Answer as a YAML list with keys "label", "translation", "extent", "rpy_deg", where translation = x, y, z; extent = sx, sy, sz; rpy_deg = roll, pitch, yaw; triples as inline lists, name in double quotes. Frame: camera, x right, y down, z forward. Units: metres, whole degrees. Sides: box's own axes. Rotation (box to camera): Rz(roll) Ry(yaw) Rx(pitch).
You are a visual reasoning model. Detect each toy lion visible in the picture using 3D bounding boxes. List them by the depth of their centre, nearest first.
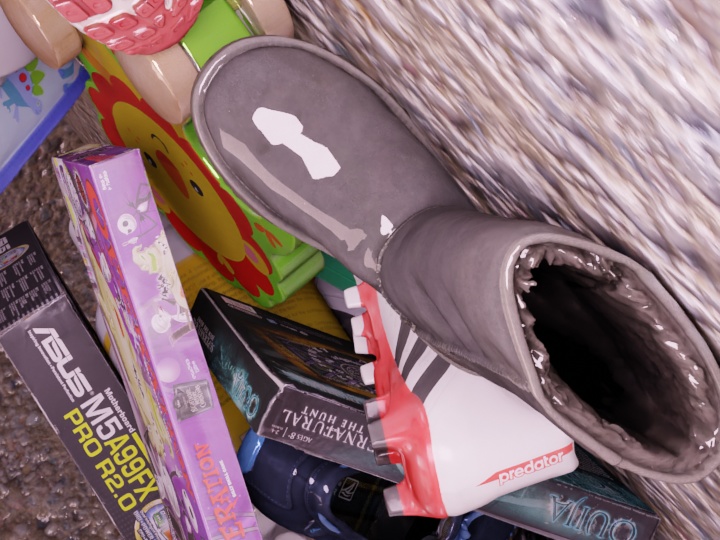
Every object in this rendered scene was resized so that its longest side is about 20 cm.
- label: "toy lion"
  translation: [-0.070, -0.059, 1.016]
  extent: [0.200, 0.069, 0.192]
  rpy_deg: [26, 151, 57]

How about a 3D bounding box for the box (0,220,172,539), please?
- label: "box"
  translation: [-0.152, 0.067, 1.257]
  extent: [0.161, 0.044, 0.200]
  rpy_deg: [61, 174, -17]

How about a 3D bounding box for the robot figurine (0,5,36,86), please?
- label: "robot figurine"
  translation: [-0.189, -0.166, 1.061]
  extent: [0.112, 0.171, 0.200]
  rpy_deg: [10, 147, -6]

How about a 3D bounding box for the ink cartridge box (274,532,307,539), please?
- label: "ink cartridge box"
  translation: [0.038, 0.225, 1.144]
  extent: [0.145, 0.084, 0.200]
  rpy_deg: [22, 167, 44]

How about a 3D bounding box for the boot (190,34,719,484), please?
- label: "boot"
  translation: [0.026, -0.008, 0.766]
  extent: [0.181, 0.073, 0.200]
  rpy_deg: [37, -176, -12]

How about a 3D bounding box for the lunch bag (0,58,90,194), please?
- label: "lunch bag"
  translation: [-0.224, -0.153, 1.232]
  extent: [0.127, 0.200, 0.170]
  rpy_deg: [-6, 131, 49]

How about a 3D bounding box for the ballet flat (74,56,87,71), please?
- label: "ballet flat"
  translation: [-0.098, -0.110, 1.158]
  extent: [0.200, 0.069, 0.071]
  rpy_deg: [47, -172, 14]

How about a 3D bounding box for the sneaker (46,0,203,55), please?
- label: "sneaker"
  translation: [-0.121, -0.175, 0.879]
  extent: [0.201, 0.078, 0.082]
  rpy_deg: [60, 178, -3]

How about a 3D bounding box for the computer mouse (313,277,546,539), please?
- label: "computer mouse"
  translation: [0.048, 0.074, 1.226]
  extent: [0.200, 0.044, 0.110]
  rpy_deg: [52, -155, -2]

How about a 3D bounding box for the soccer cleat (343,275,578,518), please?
- label: "soccer cleat"
  translation: [0.039, 0.026, 0.941]
  extent: [0.201, 0.085, 0.069]
  rpy_deg: [-100, -1, -56]

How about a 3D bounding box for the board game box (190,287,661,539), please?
- label: "board game box"
  translation: [0.025, 0.071, 1.038]
  extent: [0.199, 0.028, 0.135]
  rpy_deg: [21, -170, -23]

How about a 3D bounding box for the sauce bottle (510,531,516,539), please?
- label: "sauce bottle"
  translation: [0.043, 0.143, 1.315]
  extent: [0.065, 0.065, 0.200]
  rpy_deg: [54, 177, -38]

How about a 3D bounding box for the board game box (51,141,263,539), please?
- label: "board game box"
  translation: [-0.091, 0.042, 1.036]
  extent: [0.120, 0.032, 0.201]
  rpy_deg: [8, 116, 70]

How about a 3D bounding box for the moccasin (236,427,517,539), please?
- label: "moccasin"
  translation: [0.019, 0.119, 1.090]
  extent: [0.068, 0.081, 0.199]
  rpy_deg: [25, -172, 40]

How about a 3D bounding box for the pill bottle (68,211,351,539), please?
- label: "pill bottle"
  translation: [-0.068, 0.040, 1.178]
  extent: [0.201, 0.112, 0.112]
  rpy_deg: [57, 177, 17]

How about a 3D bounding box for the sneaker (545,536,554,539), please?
- label: "sneaker"
  translation: [0.137, 0.172, 1.193]
  extent: [0.116, 0.075, 0.200]
  rpy_deg: [59, 168, 0]

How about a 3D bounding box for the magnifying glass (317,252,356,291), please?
- label: "magnifying glass"
  translation: [0.000, 0.000, 1.162]
  extent: [0.200, 0.022, 0.079]
  rpy_deg: [40, -151, 14]
